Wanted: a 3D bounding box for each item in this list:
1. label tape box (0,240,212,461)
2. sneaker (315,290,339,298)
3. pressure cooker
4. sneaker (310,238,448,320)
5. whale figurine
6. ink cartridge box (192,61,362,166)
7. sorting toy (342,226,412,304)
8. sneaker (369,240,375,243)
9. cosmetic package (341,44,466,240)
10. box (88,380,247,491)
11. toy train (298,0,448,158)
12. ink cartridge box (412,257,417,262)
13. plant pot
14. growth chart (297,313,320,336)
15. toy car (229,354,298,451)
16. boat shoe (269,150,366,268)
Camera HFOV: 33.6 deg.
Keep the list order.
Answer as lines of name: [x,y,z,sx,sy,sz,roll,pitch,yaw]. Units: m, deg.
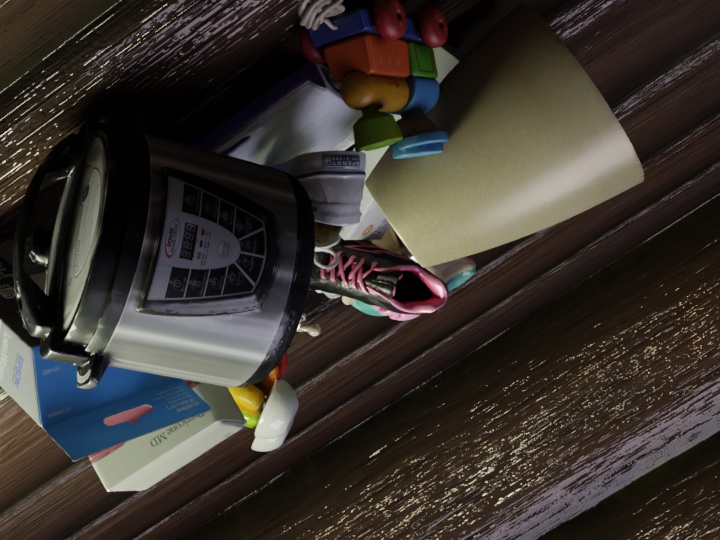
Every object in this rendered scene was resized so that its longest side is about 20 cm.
label tape box: [-0.227,0.051,0.960,0.144,0.200,0.063,-17,133,-48]
sneaker: [-0.040,-0.020,1.375,0.074,0.089,0.200,-29,164,-2]
pressure cooker: [-0.153,-0.008,0.876,0.199,0.176,0.179,14,121,-24]
sneaker: [0.000,0.000,1.169,0.199,0.079,0.095,17,-178,-22]
whale figurine: [0.057,0.011,1.503,0.159,0.104,0.200,-26,-156,-36]
ink cartridge box: [-0.095,-0.104,1.034,0.198,0.043,0.200,-34,169,13]
sorting toy: [0.058,-0.064,1.319,0.185,0.036,0.200,-38,-156,28]
sneaker: [-0.037,-0.022,1.247,0.200,0.072,0.083,-40,-166,-18]
cosmetic package: [0.041,-0.120,1.138,0.200,0.051,0.082,-55,158,17]
box: [-0.219,0.094,1.137,0.128,0.200,0.109,-33,168,1]
toy train: [0.000,-0.143,0.904,0.084,0.116,0.200,-13,178,31]
ink cartridge box: [0.106,-0.082,1.392,0.200,0.057,0.163,-31,-163,30]
plant pot: [0.109,-0.098,1.039,0.200,0.188,0.187,-34,167,5]
growth chart: [-0.136,0.010,1.141,0.144,0.018,0.200,5,155,24]
toy car: [-0.161,0.146,1.626,0.200,0.175,0.150,110,4,-69]
boat shoe: [-0.039,-0.044,0.984,0.074,0.086,0.202,-1,178,-20]
